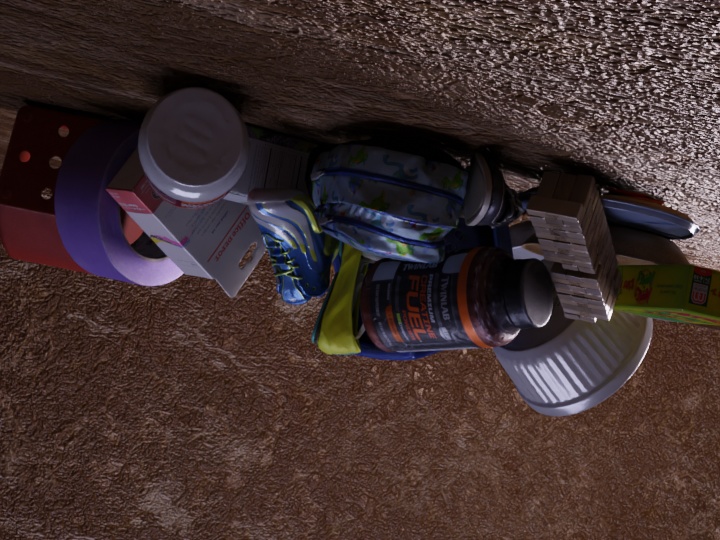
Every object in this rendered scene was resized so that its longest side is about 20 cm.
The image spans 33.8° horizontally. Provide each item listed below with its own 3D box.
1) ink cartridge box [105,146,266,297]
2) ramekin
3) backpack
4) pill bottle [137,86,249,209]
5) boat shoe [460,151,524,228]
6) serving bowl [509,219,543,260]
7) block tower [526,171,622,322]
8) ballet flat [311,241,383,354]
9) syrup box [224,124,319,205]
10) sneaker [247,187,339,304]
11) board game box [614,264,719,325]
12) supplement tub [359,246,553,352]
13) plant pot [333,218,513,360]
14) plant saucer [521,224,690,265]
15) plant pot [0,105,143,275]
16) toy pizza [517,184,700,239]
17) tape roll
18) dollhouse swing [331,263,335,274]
[{"bbox_3d":[-0.200,-0.073,1.441,0.067,0.117,0.201,7,145,46],"label":"ink cartridge box"},{"bbox_3d":[0.256,0.071,1.492,0.105,0.201,0.199,45,161,-28],"label":"ramekin"},{"bbox_3d":[0.033,-0.074,1.207,0.161,0.156,0.200,19,164,-17],"label":"backpack"},{"bbox_3d":[-0.166,-0.121,1.177,0.108,0.111,0.200,12,178,-9],"label":"pill bottle"},{"bbox_3d":[0.138,-0.079,1.211,0.062,0.074,0.200,8,-178,0],"label":"boat shoe"},{"bbox_3d":[0.267,-0.022,1.653,0.197,0.067,0.201,5,156,2],"label":"serving bowl"},{"bbox_3d":[0.221,-0.022,1.202,0.053,0.058,0.201,10,153,27],"label":"block tower"},{"bbox_3d":[0.000,0.000,1.355,0.066,0.203,0.067,14,176,14],"label":"ballet flat"},{"bbox_3d":[-0.099,-0.113,1.382,0.197,0.083,0.078,11,176,-29],"label":"syrup box"},{"bbox_3d":[-0.070,-0.022,1.329,0.075,0.107,0.200,-2,165,22],"label":"sneaker"},{"bbox_3d":[0.342,0.027,1.282,0.100,0.048,0.200,12,177,-15],"label":"board game box"},{"bbox_3d":[0.103,0.030,1.264,0.198,0.109,0.106,-7,167,37],"label":"supplement tub"},{"bbox_3d":[0.083,-0.004,1.482,0.177,0.203,0.199,-10,-178,-22],"label":"plant pot"},{"bbox_3d":[0.282,-0.026,1.341,0.197,0.036,0.200,11,177,1],"label":"plant saucer"},{"bbox_3d":[-0.385,-0.118,1.588,0.197,0.203,0.176,11,167,6],"label":"plant pot"},{"bbox_3d":[0.264,-0.069,1.267,0.197,0.032,0.200,12,177,1],"label":"toy pizza"},{"bbox_3d":[-0.280,-0.086,1.486,0.084,0.203,0.199,9,177,36],"label":"tape roll"},{"bbox_3d":[0.020,-0.041,1.683,0.197,0.185,0.176,11,158,-9],"label":"dollhouse swing"}]
